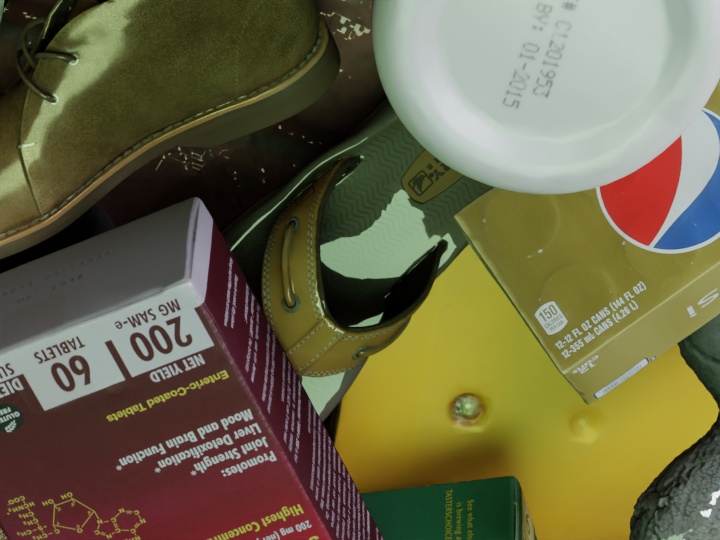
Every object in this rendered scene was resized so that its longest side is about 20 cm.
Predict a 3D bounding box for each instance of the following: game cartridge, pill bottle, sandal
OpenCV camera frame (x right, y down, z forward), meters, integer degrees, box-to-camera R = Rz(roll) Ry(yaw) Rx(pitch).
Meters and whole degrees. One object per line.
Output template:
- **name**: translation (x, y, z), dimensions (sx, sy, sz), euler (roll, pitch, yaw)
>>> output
- **game cartridge**: translation (0.089, 0.054, 1.038), dimensions (0.199, 0.032, 0.177), euler (7, 119, -6)
- **pill bottle**: translation (0.057, -0.115, 0.845), dimensions (0.108, 0.200, 0.109), euler (0, 119, 0)
- **sandal**: translation (0.000, 0.000, 0.949), dimensions (0.200, 0.055, 0.082), euler (-42, 112, 4)

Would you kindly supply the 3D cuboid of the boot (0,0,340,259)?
- **boot**: translation (-0.110, -0.064, 0.929), dimensions (0.199, 0.074, 0.076), euler (-28, 134, -4)

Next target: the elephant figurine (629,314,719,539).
- **elephant figurine**: translation (0.166, -0.014, 0.931), dimensions (0.199, 0.156, 0.142), euler (-18, 128, 3)

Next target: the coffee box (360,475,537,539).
- **coffee box**: translation (-0.020, 0.144, 1.047), dimensions (0.199, 0.044, 0.123), euler (-7, 138, 11)

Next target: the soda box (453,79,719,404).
- **soda box**: translation (0.133, -0.043, 0.855), dimensions (0.200, 0.064, 0.068), euler (-35, 72, 3)

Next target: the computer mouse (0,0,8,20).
- **computer mouse**: translation (-0.141, -0.157, 0.910), dimensions (0.109, 0.044, 0.201), euler (24, 119, 5)

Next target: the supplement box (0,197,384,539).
- **supplement box**: translation (-0.064, 0.084, 0.930), dimensions (0.108, 0.061, 0.201), euler (-21, 120, 12)

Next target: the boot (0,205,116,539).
- **boot**: translation (-0.152, 0.062, 0.983), dimensions (0.200, 0.073, 0.144), euler (-39, 136, 4)
